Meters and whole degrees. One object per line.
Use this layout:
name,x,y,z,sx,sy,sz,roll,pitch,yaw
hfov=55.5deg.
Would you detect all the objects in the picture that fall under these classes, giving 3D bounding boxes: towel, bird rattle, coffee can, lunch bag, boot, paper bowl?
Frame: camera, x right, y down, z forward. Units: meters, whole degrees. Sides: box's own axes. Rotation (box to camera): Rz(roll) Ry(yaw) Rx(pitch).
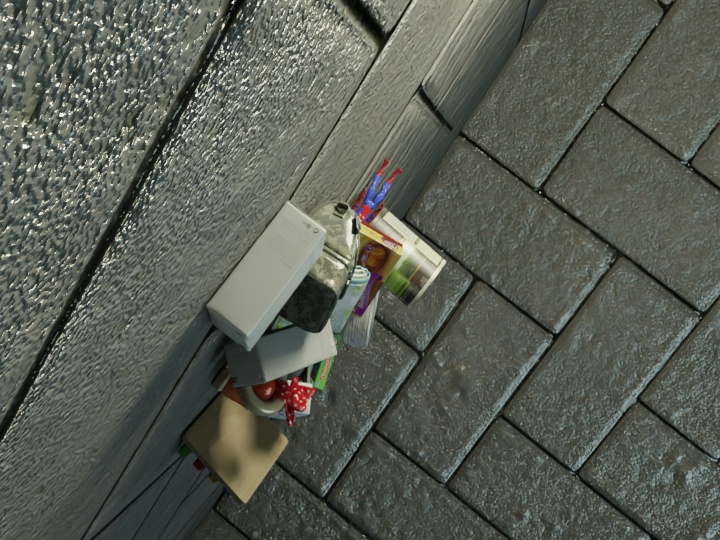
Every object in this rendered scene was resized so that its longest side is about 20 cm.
towel,-0.092,0.058,1.449,0.195,0.049,0.173,6,131,-33
bird rattle,-0.191,0.228,1.384,0.110,0.205,0.162,-17,-176,34
coffee can,0.089,-0.031,1.650,0.147,0.199,0.146,-50,178,-3
lunch bag,-0.077,-0.012,1.234,0.170,0.136,0.201,-64,180,-33
boot,-0.232,0.227,1.476,0.076,0.106,0.200,-54,179,26
paper bowl,-0.011,0.089,1.750,0.201,0.101,0.207,10,90,-86

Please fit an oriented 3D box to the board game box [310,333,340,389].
board game box,-0.099,0.210,1.744,0.200,0.028,0.138,-152,-101,-78

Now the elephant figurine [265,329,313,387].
elephant figurine,-0.157,0.224,1.644,0.154,0.140,0.203,-38,144,-25

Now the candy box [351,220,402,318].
candy box,0.000,0.000,1.567,0.202,0.115,0.057,-56,-168,28

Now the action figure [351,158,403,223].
action figure,0.025,-0.168,1.642,0.203,0.064,0.052,-57,-162,7

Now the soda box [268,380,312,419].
soda box,-0.171,0.302,1.581,0.199,0.062,0.070,147,-48,-63

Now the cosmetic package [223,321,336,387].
cosmetic package,-0.149,0.152,1.299,0.105,0.093,0.197,-15,177,40

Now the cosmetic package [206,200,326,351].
cosmetic package,-0.140,0.012,1.032,0.202,0.080,0.113,-53,175,-20

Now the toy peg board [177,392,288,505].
toy peg board,-0.299,0.398,1.555,0.097,0.200,0.200,-36,-172,38
